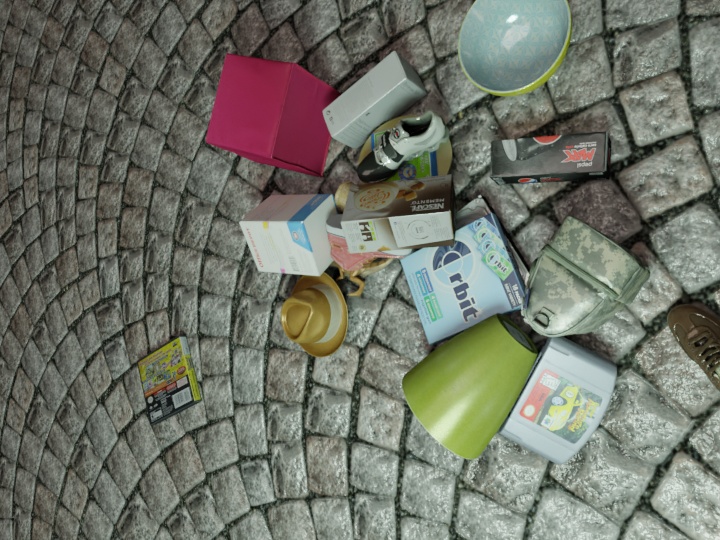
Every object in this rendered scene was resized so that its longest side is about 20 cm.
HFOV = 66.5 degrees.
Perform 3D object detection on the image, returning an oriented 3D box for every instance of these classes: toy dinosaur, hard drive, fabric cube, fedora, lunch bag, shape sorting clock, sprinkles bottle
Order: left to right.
[{"bbox_3d":[-0.187,-0.339,1.218,0.196,0.199,0.201,17,94,29],"label":"fabric cube"},{"bbox_3d":[-0.113,0.098,1.182,0.198,0.081,0.206,8,101,43],"label":"fedora"},{"bbox_3d":[0.000,0.000,1.156,0.196,0.060,0.109,0,85,32],"label":"toy dinosaur"},{"bbox_3d":[0.037,-0.124,1.136,0.198,0.068,0.070,27,100,30],"label":"sprinkles bottle"},{"bbox_3d":[0.089,-0.222,1.109,0.195,0.039,0.205,-9,68,22],"label":"shape sorting clock"},{"bbox_3d":[0.224,-0.019,1.031,0.139,0.038,0.203,-36,70,25],"label":"hard drive"},{"bbox_3d":[0.341,0.026,0.859,0.139,0.199,0.170,38,104,29],"label":"lunch bag"}]

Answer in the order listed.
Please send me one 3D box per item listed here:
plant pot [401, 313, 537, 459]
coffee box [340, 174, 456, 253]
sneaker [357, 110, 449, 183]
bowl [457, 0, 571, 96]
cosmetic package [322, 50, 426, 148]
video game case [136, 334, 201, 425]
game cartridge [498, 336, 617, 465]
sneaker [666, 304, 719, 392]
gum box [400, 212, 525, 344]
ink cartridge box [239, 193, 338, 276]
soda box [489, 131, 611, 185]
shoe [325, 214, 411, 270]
[{"bbox_3d":[0.202,0.178,0.941,0.188,0.186,0.201,48,110,25],"label":"plant pot"},{"bbox_3d":[0.074,-0.102,1.004,0.195,0.081,0.116,-3,43,16],"label":"coffee box"},{"bbox_3d":[0.069,-0.245,1.055,0.197,0.088,0.075,-30,63,13],"label":"sneaker"},{"bbox_3d":[0.283,-0.401,0.981,0.196,0.107,0.206,-3,85,32],"label":"bowl"},{"bbox_3d":[0.028,-0.348,1.142,0.198,0.101,0.075,-31,72,27],"label":"cosmetic package"},{"bbox_3d":[-0.517,0.295,1.476,0.198,0.025,0.184,-28,72,28],"label":"video game case"},{"bbox_3d":[0.332,0.220,0.914,0.131,0.041,0.204,24,108,5],"label":"game cartridge"},{"bbox_3d":[0.533,0.133,0.803,0.070,0.075,0.202,-43,67,21],"label":"sneaker"},{"bbox_3d":[0.187,0.019,1.003,0.197,0.044,0.174,-26,73,27],"label":"gum box"},{"bbox_3d":[-0.153,-0.081,1.191,0.196,0.126,0.131,5,126,32],"label":"ink cartridge box"},{"bbox_3d":[0.330,-0.194,0.963,0.196,0.063,0.073,2,87,31],"label":"soda box"},{"bbox_3d":[0.017,-0.044,1.096,0.197,0.071,0.093,18,132,29],"label":"shoe"}]
